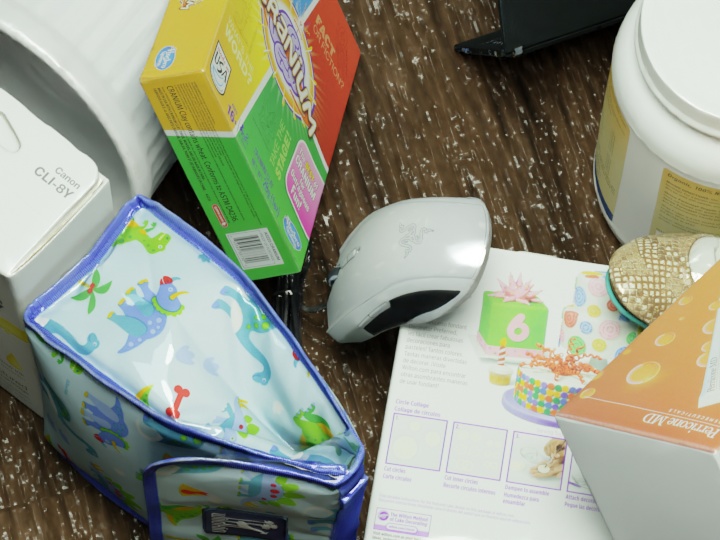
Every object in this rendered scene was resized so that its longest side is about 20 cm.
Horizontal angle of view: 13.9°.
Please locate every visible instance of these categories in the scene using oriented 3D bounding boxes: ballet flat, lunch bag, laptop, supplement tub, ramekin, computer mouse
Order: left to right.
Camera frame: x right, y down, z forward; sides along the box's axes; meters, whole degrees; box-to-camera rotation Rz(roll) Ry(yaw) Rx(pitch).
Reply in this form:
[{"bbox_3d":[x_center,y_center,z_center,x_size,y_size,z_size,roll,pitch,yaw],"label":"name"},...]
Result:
[{"bbox_3d":[-0.183,-0.117,1.719,0.200,0.201,0.098,31,61,13],"label":"ramekin"},{"bbox_3d":[-0.081,0.085,1.637,0.200,0.170,0.128,35,69,14],"label":"lunch bag"},{"bbox_3d":[0.000,0.000,1.676,0.044,0.200,0.110,24,61,-29],"label":"computer mouse"},{"bbox_3d":[0.145,-0.198,1.744,0.176,0.200,0.104,-18,99,-9],"label":"laptop"},{"bbox_3d":[0.212,-0.092,1.706,0.144,0.200,0.145,0,65,-1],"label":"supplement tub"},{"bbox_3d":[0.225,0.008,1.677,0.199,0.065,0.071,8,62,-42],"label":"ballet flat"}]

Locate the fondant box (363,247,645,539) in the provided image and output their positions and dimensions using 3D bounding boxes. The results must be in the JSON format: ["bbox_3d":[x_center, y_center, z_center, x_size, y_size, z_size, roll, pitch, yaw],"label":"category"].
[{"bbox_3d":[0.085,0.090,1.664,0.143,0.058,0.201,9,66,4],"label":"fondant box"}]

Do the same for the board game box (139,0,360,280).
[{"bbox_3d":[-0.060,-0.118,1.707,0.040,0.153,0.201,-8,41,21],"label":"board game box"}]

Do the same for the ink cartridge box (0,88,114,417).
[{"bbox_3d":[-0.213,-0.022,1.668,0.145,0.200,0.083,37,69,15],"label":"ink cartridge box"}]

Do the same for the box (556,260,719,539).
[{"bbox_3d":[0.223,0.062,1.551,0.200,0.098,0.124,-41,29,-26],"label":"box"}]
